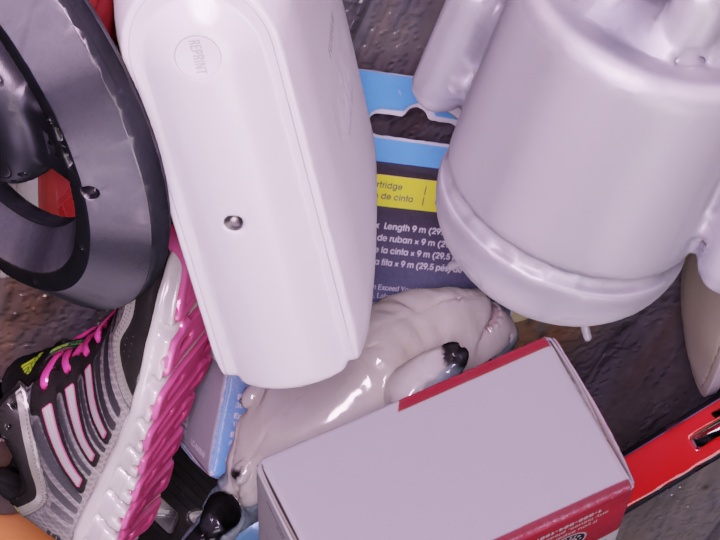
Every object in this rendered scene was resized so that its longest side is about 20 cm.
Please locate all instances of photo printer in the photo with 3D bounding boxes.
[{"bbox_3d":[-0.043,-0.080,0.858,0.069,0.167,0.201,-8,127,9],"label":"photo printer"}]

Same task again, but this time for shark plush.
[{"bbox_3d":[-0.010,0.082,0.998,0.200,0.091,0.083,-52,148,-6],"label":"shark plush"}]

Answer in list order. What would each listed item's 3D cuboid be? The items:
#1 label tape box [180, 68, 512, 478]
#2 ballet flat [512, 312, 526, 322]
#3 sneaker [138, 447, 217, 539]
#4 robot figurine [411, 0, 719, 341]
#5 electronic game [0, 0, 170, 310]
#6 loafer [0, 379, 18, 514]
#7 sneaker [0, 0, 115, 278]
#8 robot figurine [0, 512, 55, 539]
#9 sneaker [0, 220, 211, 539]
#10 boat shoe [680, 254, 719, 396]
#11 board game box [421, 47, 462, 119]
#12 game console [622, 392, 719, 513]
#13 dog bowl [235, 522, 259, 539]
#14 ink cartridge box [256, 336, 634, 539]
[{"bbox_3d":[0.000,0.000,1.046,0.143,0.066,0.201,5,102,-25],"label":"label tape box"},{"bbox_3d":[0.117,-0.038,1.065,0.066,0.057,0.200,13,132,-33],"label":"ballet flat"},{"bbox_3d":[-0.067,0.102,1.162,0.088,0.074,0.200,-10,137,-48],"label":"sneaker"},{"bbox_3d":[0.099,-0.058,0.901,0.113,0.169,0.200,-36,156,-47],"label":"robot figurine"},{"bbox_3d":[-0.143,-0.072,0.841,0.042,0.200,0.200,-37,149,-28],"label":"electronic game"},{"bbox_3d":[-0.223,0.063,1.059,0.200,0.073,0.071,17,126,-46],"label":"loafer"},{"bbox_3d":[-0.104,-0.076,0.945,0.115,0.079,0.200,-8,153,-23],"label":"sneaker"},{"bbox_3d":[-0.216,0.189,1.166,0.144,0.117,0.200,27,125,-37],"label":"robot figurine"},{"bbox_3d":[-0.124,0.053,1.007,0.087,0.074,0.200,27,126,8],"label":"sneaker"},{"bbox_3d":[0.205,-0.010,1.122,0.059,0.072,0.201,-9,136,-9],"label":"boat shoe"},{"bbox_3d":[0.143,-0.113,0.953,0.153,0.040,0.200,34,122,-14],"label":"board game box"},{"bbox_3d":[0.199,0.084,1.203,0.200,0.031,0.177,-34,173,21],"label":"game console"},{"bbox_3d":[0.005,0.133,1.169,0.200,0.050,0.112,-40,156,-6],"label":"dog bowl"},{"bbox_3d":[0.034,0.132,0.997,0.145,0.083,0.200,-23,154,-13],"label":"ink cartridge box"}]
